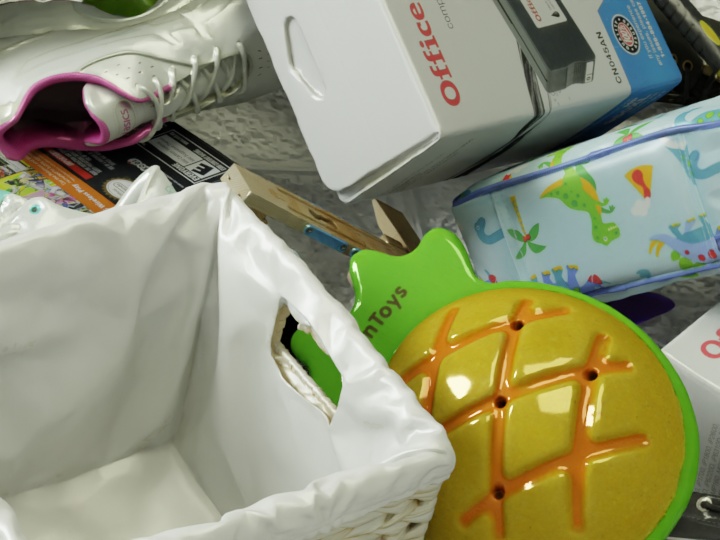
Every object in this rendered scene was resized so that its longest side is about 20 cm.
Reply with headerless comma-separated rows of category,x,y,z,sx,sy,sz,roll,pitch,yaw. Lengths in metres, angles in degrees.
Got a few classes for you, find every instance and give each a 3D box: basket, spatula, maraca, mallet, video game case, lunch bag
basket,-0.100,0.097,1.196,0.200,0.161,0.198,-17,46,-31
spatula,0.086,0.051,1.400,0.056,0.021,0.200,14,38,38
maraca,0.058,0.062,1.244,0.200,0.107,0.137,34,79,26
mallet,0.202,-0.103,1.553,0.200,0.041,0.066,45,52,5
video game case,-0.184,-0.052,1.434,0.180,0.026,0.200,-21,37,-33
lunch bag,0.161,-0.042,1.401,0.200,0.083,0.161,-17,6,38

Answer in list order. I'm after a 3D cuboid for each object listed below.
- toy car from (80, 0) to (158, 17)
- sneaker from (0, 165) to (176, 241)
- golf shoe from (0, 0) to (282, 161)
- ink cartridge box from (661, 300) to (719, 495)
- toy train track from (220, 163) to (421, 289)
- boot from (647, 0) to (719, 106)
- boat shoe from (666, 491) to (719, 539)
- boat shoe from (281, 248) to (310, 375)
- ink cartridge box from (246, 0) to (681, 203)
toy car,-0.027,-0.140,1.547,0.200,0.158,0.164,40,31,-4
sneaker,-0.167,0.009,1.300,0.200,0.089,0.075,-20,5,-26
golf shoe,-0.103,-0.096,1.428,0.199,0.075,0.092,-9,42,-4
ink cartridge box,0.251,0.086,1.350,0.200,0.086,0.148,33,45,23
toy train track,0.000,0.000,1.375,0.200,0.033,0.115,27,22,-44
boot,0.146,-0.112,1.576,0.138,0.078,0.200,26,43,11
boat shoe,0.178,0.121,1.273,0.199,0.070,0.066,3,66,19
boat shoe,-0.043,0.025,1.363,0.070,0.072,0.201,-3,39,-15
ink cartridge box,0.051,-0.128,1.430,0.200,0.084,0.145,-16,78,-46
